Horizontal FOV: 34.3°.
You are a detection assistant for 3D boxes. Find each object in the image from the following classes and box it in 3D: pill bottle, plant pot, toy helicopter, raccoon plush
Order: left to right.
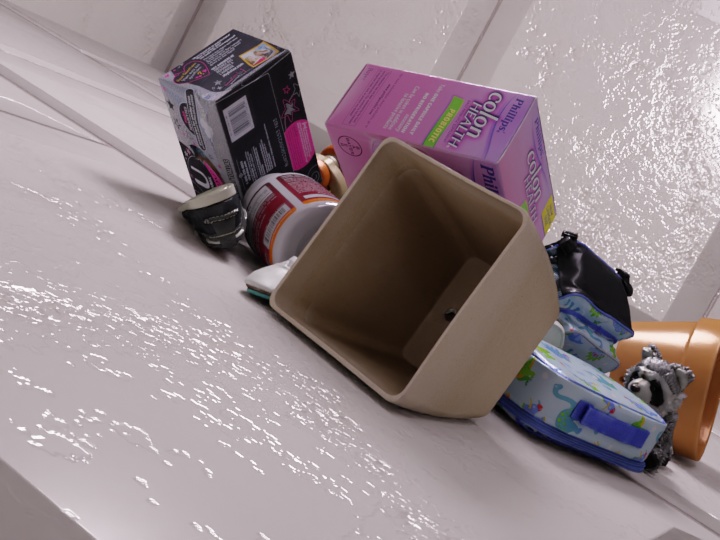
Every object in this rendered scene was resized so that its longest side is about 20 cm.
[{"bbox_3d":[-0.105,-0.110,1.608,0.199,0.133,0.079,12,28,27],"label":"toy helicopter"},{"bbox_3d":[-0.070,-0.047,1.335,0.113,0.113,0.200,25,8,-26],"label":"pill bottle"},{"bbox_3d":[0.073,0.029,1.113,0.199,0.200,0.177,35,-3,43],"label":"plant pot"},{"bbox_3d":[0.358,0.163,1.428,0.096,0.135,0.200,30,7,20],"label":"raccoon plush"},{"bbox_3d":[0.435,0.154,1.658,0.139,0.201,0.200,14,1,23],"label":"plant pot"}]

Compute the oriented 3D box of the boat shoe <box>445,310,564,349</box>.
[{"bbox_3d":[0.146,0.075,1.348,0.199,0.075,0.068,3,4,-9],"label":"boat shoe"}]

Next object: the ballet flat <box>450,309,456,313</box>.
[{"bbox_3d":[0.108,0.008,1.296,0.072,0.072,0.200,22,10,-46],"label":"ballet flat"}]

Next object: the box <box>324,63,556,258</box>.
[{"bbox_3d":[0.087,-0.105,1.218,0.199,0.097,0.176,16,-32,27],"label":"box"}]

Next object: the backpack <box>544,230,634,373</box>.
[{"bbox_3d":[0.229,0.064,1.495,0.199,0.148,0.183,-17,-32,35],"label":"backpack"}]

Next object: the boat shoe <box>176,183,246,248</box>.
[{"bbox_3d":[-0.166,-0.060,1.333,0.068,0.072,0.200,66,-7,-9],"label":"boat shoe"}]

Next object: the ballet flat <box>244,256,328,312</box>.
[{"bbox_3d":[-0.035,0.018,1.200,0.199,0.070,0.069,22,9,-41],"label":"ballet flat"}]

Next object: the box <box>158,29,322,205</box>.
[{"bbox_3d":[-0.148,-0.171,1.445,0.114,0.132,0.201,26,-36,37],"label":"box"}]

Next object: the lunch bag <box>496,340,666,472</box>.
[{"bbox_3d":[0.228,0.143,1.281,0.199,0.083,0.161,24,7,-34],"label":"lunch bag"}]
